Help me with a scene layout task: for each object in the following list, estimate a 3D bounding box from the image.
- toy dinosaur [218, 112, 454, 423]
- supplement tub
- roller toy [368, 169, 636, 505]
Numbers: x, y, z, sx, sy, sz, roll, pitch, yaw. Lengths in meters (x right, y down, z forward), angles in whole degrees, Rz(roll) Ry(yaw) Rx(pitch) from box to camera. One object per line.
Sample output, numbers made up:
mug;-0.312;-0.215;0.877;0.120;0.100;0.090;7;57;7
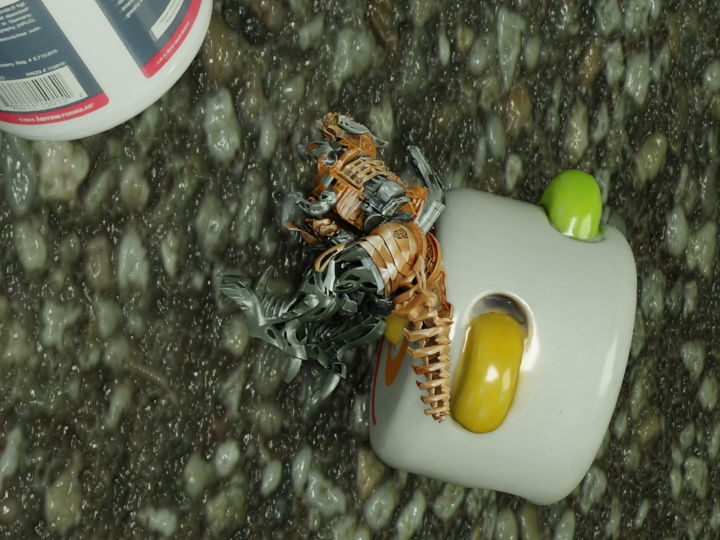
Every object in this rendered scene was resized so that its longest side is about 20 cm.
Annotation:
toy dinosaur;0.000;0.000;1.722;0.102;0.136;0.200;42;20;-36
supplement tub;-0.170;-0.172;1.420;0.141;0.140;0.200;-62;143;-26
roller toy;0.080;0.047;1.812;0.183;0.139;0.200;114;-13;-51
